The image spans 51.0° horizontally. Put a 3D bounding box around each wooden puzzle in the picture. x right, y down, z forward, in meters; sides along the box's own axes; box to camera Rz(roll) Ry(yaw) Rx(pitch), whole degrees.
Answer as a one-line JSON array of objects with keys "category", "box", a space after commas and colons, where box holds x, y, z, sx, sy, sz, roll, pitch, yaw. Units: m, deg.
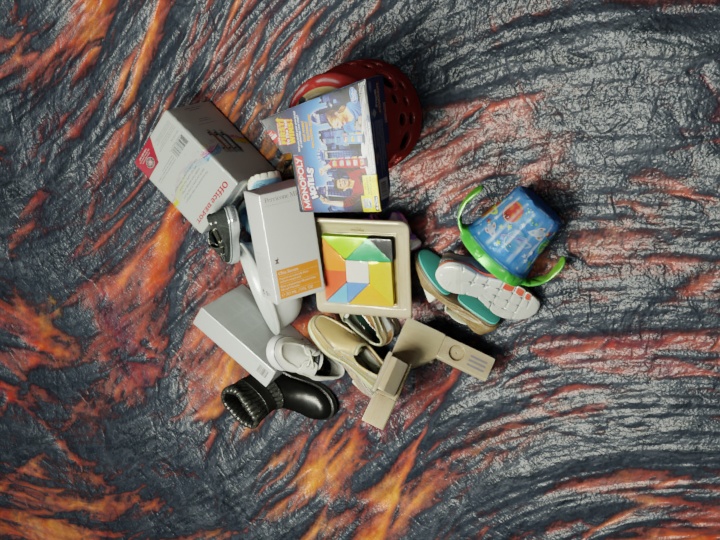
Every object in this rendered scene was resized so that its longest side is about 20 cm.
[{"category": "wooden puzzle", "box": [0.000, 0.000, 1.369, 0.184, 0.037, 0.201, 3, 118, 16]}]

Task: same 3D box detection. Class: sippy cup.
[{"category": "sippy cup", "box": [0.258, -0.065, 1.260, 0.130, 0.177, 0.140, -48, 42, 21]}]

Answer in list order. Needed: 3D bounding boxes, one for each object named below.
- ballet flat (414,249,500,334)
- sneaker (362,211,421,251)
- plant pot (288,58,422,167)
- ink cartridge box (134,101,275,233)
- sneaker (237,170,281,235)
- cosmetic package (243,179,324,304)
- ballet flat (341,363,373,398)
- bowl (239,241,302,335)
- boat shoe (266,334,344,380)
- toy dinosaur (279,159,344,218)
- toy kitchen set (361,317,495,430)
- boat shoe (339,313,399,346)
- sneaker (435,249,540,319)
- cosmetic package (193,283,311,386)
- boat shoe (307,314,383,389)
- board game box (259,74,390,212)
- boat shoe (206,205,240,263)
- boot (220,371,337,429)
[{"category": "ballet flat", "box": [0.166, 0.048, 1.386, 0.200, 0.068, 0.072, 39, 140, 5]}, {"category": "sneaker", "box": [0.013, -0.057, 1.414, 0.199, 0.080, 0.089, -16, 93, 25]}, {"category": "plant pot", "box": [-0.018, -0.253, 1.295, 0.200, 0.182, 0.201, 11, 114, 25]}, {"category": "ink cartridge box", "box": [-0.301, -0.202, 1.474, 0.200, 0.145, 0.145, 47, 121, 5]}, {"category": "sneaker", "box": [-0.186, -0.104, 1.444, 0.200, 0.078, 0.090, 114, 139, -62]}, {"category": "cosmetic package", "box": [-0.134, -0.052, 1.346, 0.071, 0.101, 0.201, 22, 125, 57]}, {"category": "ballet flat", "box": [-0.003, 0.193, 1.523, 0.200, 0.068, 0.067, 55, 141, 6]}, {"category": "bowl", "box": [-0.165, 0.020, 1.495, 0.201, 0.090, 0.201, 58, 162, 31]}, {"category": "boat shoe", "box": [-0.104, 0.178, 1.494, 0.065, 0.200, 0.072, -2, 64, 35]}, {"category": "toy dinosaur", "box": [-0.101, -0.114, 1.453, 0.135, 0.102, 0.201, 2, 126, 47]}, {"category": "toy kitchen set", "box": [0.118, 0.207, 1.335, 0.180, 0.163, 0.201, 25, 82, 5]}, {"category": "boat shoe", "box": [-0.010, 0.064, 1.468, 0.200, 0.068, 0.075, 43, 121, 7]}, {"category": "sneaker", "box": [0.229, 0.015, 1.331, 0.199, 0.082, 0.077, 26, 129, -11]}, {"category": "cosmetic package", "box": [-0.219, 0.128, 1.549, 0.200, 0.151, 0.052, 40, 122, 9]}, {"category": "boat shoe", "box": [-0.012, 0.150, 1.451, 0.200, 0.072, 0.076, 38, 156, -2]}, {"category": "board game box", "box": [-0.054, -0.196, 1.191, 0.199, 0.062, 0.201, 3, 110, 29]}, {"category": "boat shoe", "box": [-0.265, -0.066, 1.442, 0.200, 0.056, 0.069, 113, 140, -65]}, {"category": "boot", "box": [-0.170, 0.278, 1.572, 0.210, 0.158, 0.080, 23, 117, 18]}]
